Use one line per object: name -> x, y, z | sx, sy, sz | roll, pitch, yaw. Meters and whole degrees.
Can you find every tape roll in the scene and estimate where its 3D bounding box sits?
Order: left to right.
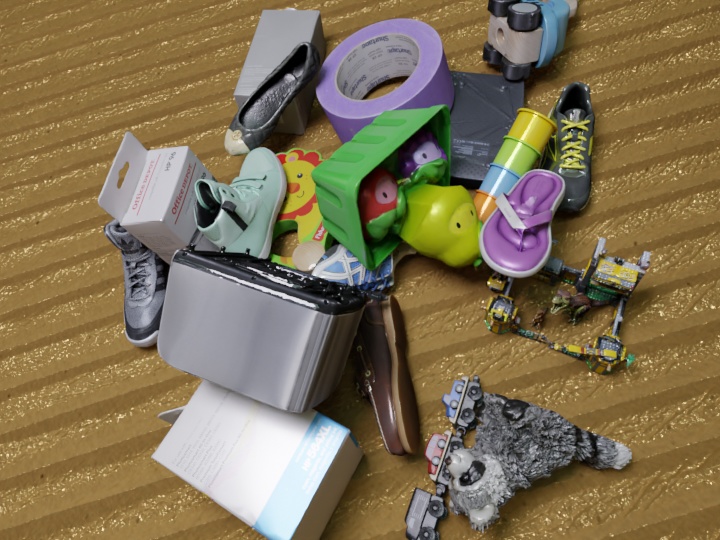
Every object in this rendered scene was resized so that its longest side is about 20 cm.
tape roll -> 0.038, -0.279, 0.844 | 0.198, 0.085, 0.202 | -11, 57, 17

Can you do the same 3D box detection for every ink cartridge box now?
ink cartridge box -> -0.238, -0.080, 0.735 | 0.067, 0.200, 0.117 | -2, 62, 20
ink cartridge box -> -0.116, 0.199, 0.618 | 0.199, 0.129, 0.126 | 25, 68, 19

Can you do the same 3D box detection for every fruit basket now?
fruit basket -> 0.070, -0.091, 0.683 | 0.213, 0.156, 0.217 | -5, 44, 5

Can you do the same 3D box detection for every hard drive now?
hard drive -> 0.172, -0.211, 0.836 | 0.133, 0.042, 0.202 | 9, 65, 13

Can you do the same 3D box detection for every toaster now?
toaster -> -0.090, 0.055, 0.599 | 0.198, 0.181, 0.120 | 18, 95, 10

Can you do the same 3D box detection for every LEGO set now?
LEGO set -> 0.247, 0.023, 0.661 | 0.199, 0.116, 0.154 | 28, 70, 21

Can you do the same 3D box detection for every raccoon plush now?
raccoon plush -> 0.185, 0.218, 0.579 | 0.198, 0.097, 0.135 | 18, 75, 6

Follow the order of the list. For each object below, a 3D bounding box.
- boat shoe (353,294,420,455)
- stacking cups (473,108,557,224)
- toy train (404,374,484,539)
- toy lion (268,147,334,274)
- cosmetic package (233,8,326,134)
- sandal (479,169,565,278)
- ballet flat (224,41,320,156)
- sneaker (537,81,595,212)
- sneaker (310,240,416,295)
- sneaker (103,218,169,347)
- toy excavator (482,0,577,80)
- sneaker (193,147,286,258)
boat shoe -> 0.026, 0.127, 0.672 | 0.070, 0.071, 0.202 | -18, 52, 15
stacking cups -> 0.191, -0.111, 0.740 | 0.060, 0.060, 0.201 | 28, 94, 21
toy train -> 0.096, 0.212, 0.637 | 0.045, 0.034, 0.201 | 13, 66, 26
toy lion -> -0.094, -0.088, 0.807 | 0.190, 0.069, 0.201 | 16, 66, 23
cosmetic package -> -0.128, -0.334, 0.921 | 0.106, 0.090, 0.202 | 7, 61, 11
sandal -> 0.190, -0.070, 0.648 | 0.082, 0.050, 0.203 | 12, 44, 21
ballet flat -> -0.136, -0.254, 0.813 | 0.066, 0.057, 0.200 | 41, 94, 11
sneaker -> 0.289, -0.177, 0.777 | 0.074, 0.085, 0.202 | 2, 63, 10
sneaker -> 0.000, 0.000, 0.727 | 0.077, 0.076, 0.200 | 30, 67, 26
sneaker -> -0.306, -0.004, 0.759 | 0.075, 0.114, 0.202 | -6, 62, 6
toy excavator -> 0.290, -0.397, 0.879 | 0.198, 0.101, 0.195 | -13, 44, -9
sneaker -> -0.163, -0.113, 0.748 | 0.073, 0.118, 0.202 | -14, 56, 23
